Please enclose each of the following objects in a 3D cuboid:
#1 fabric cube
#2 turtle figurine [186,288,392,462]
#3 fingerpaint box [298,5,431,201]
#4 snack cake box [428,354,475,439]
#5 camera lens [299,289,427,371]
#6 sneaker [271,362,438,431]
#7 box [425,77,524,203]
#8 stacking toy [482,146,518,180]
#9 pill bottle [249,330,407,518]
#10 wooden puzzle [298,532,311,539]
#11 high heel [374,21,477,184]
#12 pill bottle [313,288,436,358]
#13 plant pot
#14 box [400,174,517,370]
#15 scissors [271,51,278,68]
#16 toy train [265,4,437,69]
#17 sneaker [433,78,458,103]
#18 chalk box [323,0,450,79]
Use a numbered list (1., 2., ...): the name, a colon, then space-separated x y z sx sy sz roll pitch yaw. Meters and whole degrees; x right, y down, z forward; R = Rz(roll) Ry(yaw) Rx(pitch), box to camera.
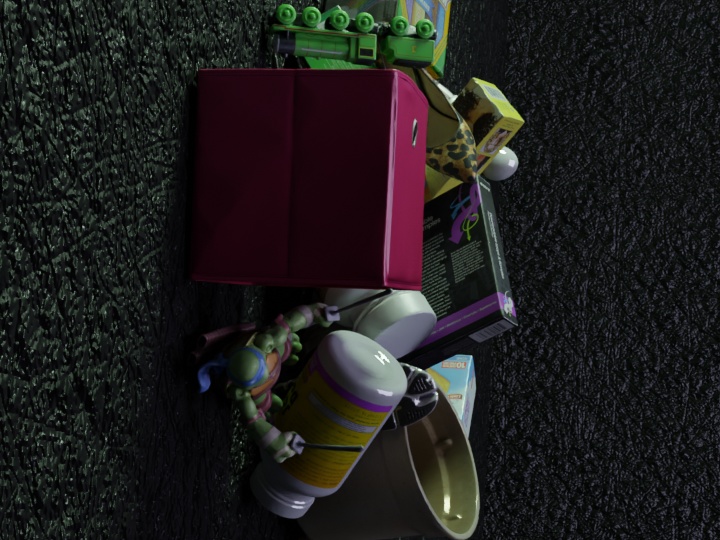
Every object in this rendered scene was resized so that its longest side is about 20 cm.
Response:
1. fabric cube: -0.043 -0.083 1.259 0.196 0.199 0.200 14 78 -78
2. turtle figurine: -0.062 0.109 1.248 0.194 0.199 0.145 149 -72 -83
3. fingerpaint box: 0.000 -0.183 1.522 0.200 0.073 0.167 61 -3 29
4. snack cake box: 0.045 0.171 1.671 0.115 0.199 0.067 -74 160 -48
5. camera lens: 0.014 0.058 1.613 0.160 0.159 0.201 75 21 -51
6. sneaker: -0.006 0.130 1.444 0.083 0.199 0.081 -46 128 -62
7. box: 0.109 -0.137 1.577 0.050 0.200 0.075 7 40 -48
8. stacking toy: 0.119 -0.156 1.772 0.146 0.199 0.147 1 90 -77
9. pill bottle: -0.041 0.169 1.363 0.200 0.104 0.104 -57 179 23
10. wooden puzzle: -0.051 0.391 1.659 0.200 0.037 0.186 -30 121 -80
11. high heel: 0.069 -0.196 1.486 0.200 0.071 0.143 58 2 30
12. pill bottle: 0.000 0.000 1.454 0.200 0.114 0.114 58 -4 28
13. plant pot: 0.019 0.246 1.531 0.201 0.183 0.201 49 30 -41
14. box: 0.101 0.003 1.485 0.036 0.143 0.201 30 42 -44
15. scissors: -0.083 -0.148 1.403 0.073 0.014 0.201 -5 -98 63
16. toy train: -0.009 -0.259 1.429 0.042 0.199 0.057 170 -77 -76
17. sneaker: 0.042 -0.188 1.661 0.200 0.116 0.076 -44 -179 33
18. chalk box: 0.037 -0.351 1.673 0.124 0.124 0.201 37 53 -46
